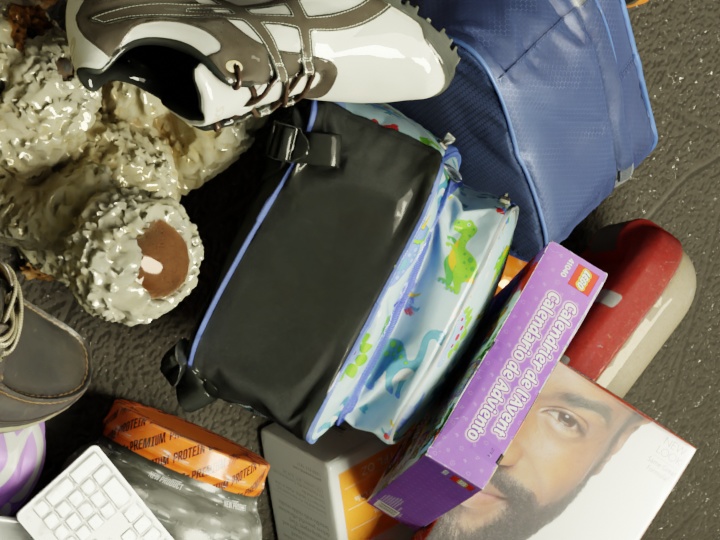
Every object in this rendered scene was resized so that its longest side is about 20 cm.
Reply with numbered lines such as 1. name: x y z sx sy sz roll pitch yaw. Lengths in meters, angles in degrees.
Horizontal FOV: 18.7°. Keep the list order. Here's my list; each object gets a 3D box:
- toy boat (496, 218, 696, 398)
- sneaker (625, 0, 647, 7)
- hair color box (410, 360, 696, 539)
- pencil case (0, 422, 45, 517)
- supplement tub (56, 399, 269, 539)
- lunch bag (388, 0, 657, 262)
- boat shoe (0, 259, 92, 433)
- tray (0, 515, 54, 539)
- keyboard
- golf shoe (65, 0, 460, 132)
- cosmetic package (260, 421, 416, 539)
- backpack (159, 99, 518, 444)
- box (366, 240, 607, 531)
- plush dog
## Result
1. toy boat: 0.111 0.033 1.406 0.131 0.130 0.200 42 74 -11
2. sneaker: 0.197 -0.268 1.393 0.078 0.075 0.200 -9 120 -48
3. hair color box: 0.099 0.159 1.308 0.111 0.064 0.200 32 90 -1
4. pencil case: -0.254 0.074 1.111 0.200 0.084 0.086 26 116 -42
5. supplement tub: -0.132 0.182 1.228 0.122 0.122 0.200 24 90 -43
6. lunch bag: 0.093 -0.112 1.299 0.132 0.136 0.200 -44 137 -23
7. boat shoe: -0.200 0.030 1.069 0.200 0.073 0.075 18 55 -48
8. tray: -0.267 0.156 1.128 0.200 0.022 0.108 11 118 -27
9. keyboard: -0.104 0.183 1.167 0.056 0.011 0.200 -40 112 -11
10. golf shoe: -0.051 -0.100 1.080 0.200 0.078 0.095 12 57 -10
11. cosmetic package: 0.008 0.176 1.383 0.101 0.071 0.200 -26 122 -32
12. backpack: 0.000 0.000 1.214 0.147 0.200 0.183 26 100 0
13. box: 0.067 0.070 1.233 0.039 0.200 0.137 31 75 -1
14. plush dog: -0.164 -0.073 1.120 0.172 0.160 0.200 47 45 -26
